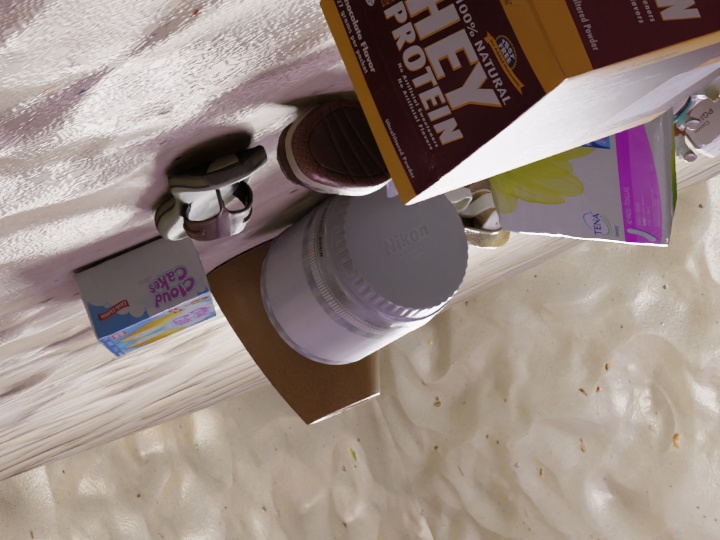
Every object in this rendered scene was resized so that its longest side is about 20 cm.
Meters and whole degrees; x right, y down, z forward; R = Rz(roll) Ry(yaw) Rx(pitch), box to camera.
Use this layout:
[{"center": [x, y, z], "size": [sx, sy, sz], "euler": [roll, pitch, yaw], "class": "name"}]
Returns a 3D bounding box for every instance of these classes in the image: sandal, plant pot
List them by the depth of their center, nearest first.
[{"center": [-0.113, -0.051, 1.238], "size": [0.079, 0.058, 0.201], "euler": [-21, 174, -17], "class": "sandal"}, {"center": [-0.056, 0.067, 1.795], "size": [0.185, 0.201, 0.186], "euler": [-24, 173, -3], "class": "plant pot"}]

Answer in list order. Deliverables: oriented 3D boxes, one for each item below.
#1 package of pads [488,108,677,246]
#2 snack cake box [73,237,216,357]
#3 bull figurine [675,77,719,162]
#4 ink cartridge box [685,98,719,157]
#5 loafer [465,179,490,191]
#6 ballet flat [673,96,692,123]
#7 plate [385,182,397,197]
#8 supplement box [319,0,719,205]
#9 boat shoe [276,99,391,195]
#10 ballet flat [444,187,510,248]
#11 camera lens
[{"center": [0.177, -0.097, 1.274], "size": [0.153, 0.069, 0.200], "euler": [6, 151, 17], "class": "package of pads"}, {"center": [-0.204, 0.025, 1.511], "size": [0.114, 0.068, 0.200], "euler": [-22, 174, -6], "class": "snack cake box"}, {"center": [0.337, -0.189, 1.406], "size": [0.065, 0.122, 0.199], "euler": [25, 139, -33], "class": "bull figurine"}, {"center": [0.382, -0.193, 1.580], "size": [0.146, 0.083, 0.200], "euler": [-39, 171, 14], "class": "ink cartridge box"}, {"center": [0.139, -0.082, 1.868], "size": [0.071, 0.063, 0.200], "euler": [-21, 173, -21], "class": "loafer"}, {"center": [0.225, -0.173, 1.349], "size": [0.069, 0.070, 0.200], "euler": [-22, -161, -4], "class": "ballet flat"}, {"center": [0.103, -0.133, 1.401], "size": [0.199, 0.033, 0.200], "euler": [-28, 175, 1], "class": "plate"}, {"center": [0.116, -0.152, 0.863], "size": [0.196, 0.134, 0.200], "euler": [-20, 173, -26], "class": "supplement box"}, {"center": [-0.009, -0.091, 1.219], "size": [0.074, 0.075, 0.202], "euler": [-20, 177, 36], "class": "boat shoe"}, {"center": [0.112, -0.068, 1.726], "size": [0.199, 0.071, 0.070], "euler": [10, 153, -41], "class": "ballet flat"}, {"center": [0.000, 0.000, 1.603], "size": [0.159, 0.161, 0.200], "euler": [-19, 173, -33], "class": "camera lens"}]
